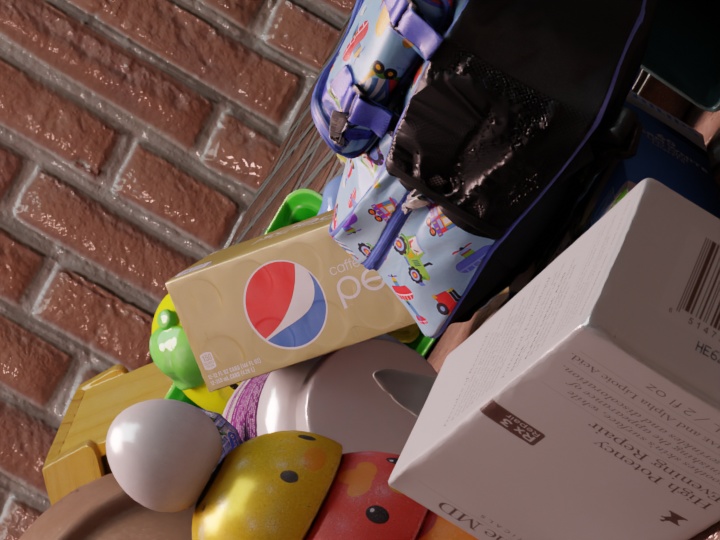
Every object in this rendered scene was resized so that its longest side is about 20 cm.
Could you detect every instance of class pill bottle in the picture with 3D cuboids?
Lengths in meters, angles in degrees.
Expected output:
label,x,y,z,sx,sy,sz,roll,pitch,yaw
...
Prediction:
label,x,y,z,sx,sy,sz,roll,pitch,yaw
pill bottle,-0.013,0.093,1.555,0.113,0.112,0.200,-62,7,-14

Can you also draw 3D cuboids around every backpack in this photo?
label,x,y,z,sx,sy,sz,roll,pitch,yaw
backpack,0.050,-0.078,1.250,0.200,0.134,0.183,-57,6,43

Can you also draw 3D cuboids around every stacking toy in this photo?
label,x,y,z,sx,sy,sz,roll,pitch,yaw
stacking toy,-0.024,0.120,1.175,0.147,0.199,0.146,-59,8,13

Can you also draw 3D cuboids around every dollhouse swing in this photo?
label,x,y,z,sx,sy,sz,roll,pitch,yaw
dollhouse swing,-0.246,0.207,3.022,0.200,0.175,0.183,-77,-23,-65

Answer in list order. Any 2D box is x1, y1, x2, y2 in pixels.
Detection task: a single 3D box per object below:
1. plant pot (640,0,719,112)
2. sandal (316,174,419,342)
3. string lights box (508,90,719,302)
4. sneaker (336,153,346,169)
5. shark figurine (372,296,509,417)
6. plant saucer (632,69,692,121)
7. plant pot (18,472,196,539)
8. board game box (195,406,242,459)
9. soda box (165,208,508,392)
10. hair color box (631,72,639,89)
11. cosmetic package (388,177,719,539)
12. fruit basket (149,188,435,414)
label,x,y,z,sx,sy,sz,roll,pitch,yaw
plant pot,0.182,-0.218,1.339,0.141,0.141,0.201,-51,9,51
sandal,-0.011,0.001,1.573,0.200,0.086,0.080,84,178,-69
string lights box,0.119,-0.009,1.256,0.103,0.059,0.200,-58,8,17
sneaker,0.049,-0.067,1.646,0.085,0.074,0.200,-53,-26,-5
shark figurine,0.049,0.069,1.332,0.129,0.089,0.215,-60,5,14
plant saucer,0.154,-0.102,1.475,0.201,0.037,0.200,-60,7,12
plant pot,-0.075,0.206,1.342,0.201,0.200,0.174,-61,24,-10
board game box,-0.113,0.210,1.492,0.200,0.061,0.201,-49,-35,-58
soda box,0.000,0.000,1.446,0.199,0.068,0.064,-19,7,26
hair color box,0.097,-0.103,1.482,0.110,0.065,0.200,-64,6,-26
cosmetic package,0.096,0.051,1.017,0.074,0.101,0.200,-63,7,-30
fruit basket,-0.049,0.055,1.766,0.216,0.155,0.216,-54,-7,-10
